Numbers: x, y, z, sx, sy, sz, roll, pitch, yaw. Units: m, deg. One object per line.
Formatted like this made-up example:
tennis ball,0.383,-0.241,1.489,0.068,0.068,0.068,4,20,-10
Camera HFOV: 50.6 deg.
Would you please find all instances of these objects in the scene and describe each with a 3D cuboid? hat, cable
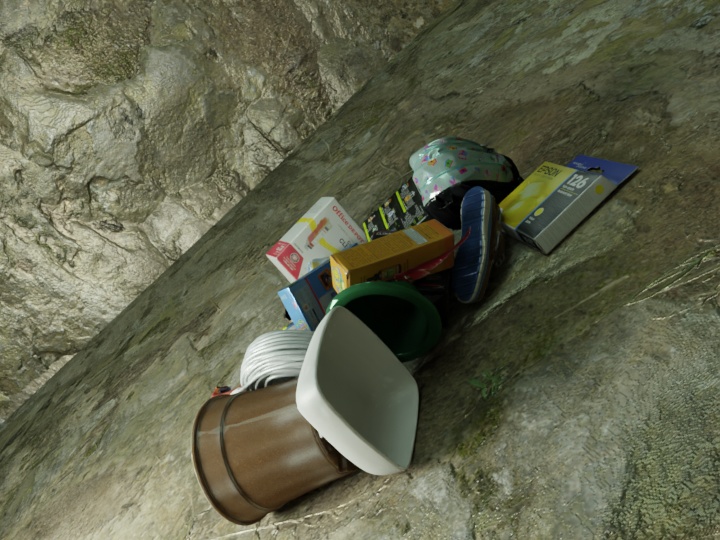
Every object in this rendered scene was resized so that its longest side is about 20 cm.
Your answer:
hat,0.054,0.027,1.183,0.177,0.197,0.167,-81,5,-47
cable,-0.093,0.169,1.220,0.200,0.198,0.070,125,158,-49

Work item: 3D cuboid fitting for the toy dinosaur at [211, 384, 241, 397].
toy dinosaur,-0.183,0.198,1.402,0.179,0.202,0.105,0,28,-13

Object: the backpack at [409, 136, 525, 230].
backpack,0.177,-0.160,1.368,0.167,0.128,0.199,-39,-24,33

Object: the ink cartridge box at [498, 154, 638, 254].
ink cartridge box,0.327,-0.128,1.262,0.200,0.047,0.198,-45,18,1

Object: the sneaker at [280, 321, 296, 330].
sneaker,-0.057,0.108,1.485,0.198,0.083,0.074,-25,-2,-3

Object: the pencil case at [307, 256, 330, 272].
pencil case,0.000,0.000,1.452,0.198,0.092,0.083,-16,0,-1

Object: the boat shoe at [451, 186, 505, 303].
boat shoe,0.204,-0.036,1.252,0.072,0.072,0.202,-11,62,51

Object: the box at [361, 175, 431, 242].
box,0.095,-0.110,1.619,0.193,0.047,0.201,-45,25,14

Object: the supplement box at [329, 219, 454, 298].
supplement box,0.052,-0.016,1.209,0.198,0.067,0.069,-20,38,-24

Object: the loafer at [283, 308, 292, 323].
loafer,-0.136,0.094,1.660,0.072,0.063,0.200,-42,20,0

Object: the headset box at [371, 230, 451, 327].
headset box,0.084,0.004,1.304,0.147,0.078,0.201,3,33,8

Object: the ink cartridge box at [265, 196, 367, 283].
ink cartridge box,-0.095,-0.053,1.764,0.200,0.145,0.083,-47,21,-13

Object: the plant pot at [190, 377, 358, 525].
plant pot,-0.110,0.251,1.128,0.197,0.201,0.201,-24,25,23

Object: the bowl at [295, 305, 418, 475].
bowl,-0.011,0.173,1.056,0.074,0.200,0.200,-33,22,26

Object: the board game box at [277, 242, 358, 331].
board game box,-0.038,0.059,1.331,0.036,0.152,0.199,-21,9,44
